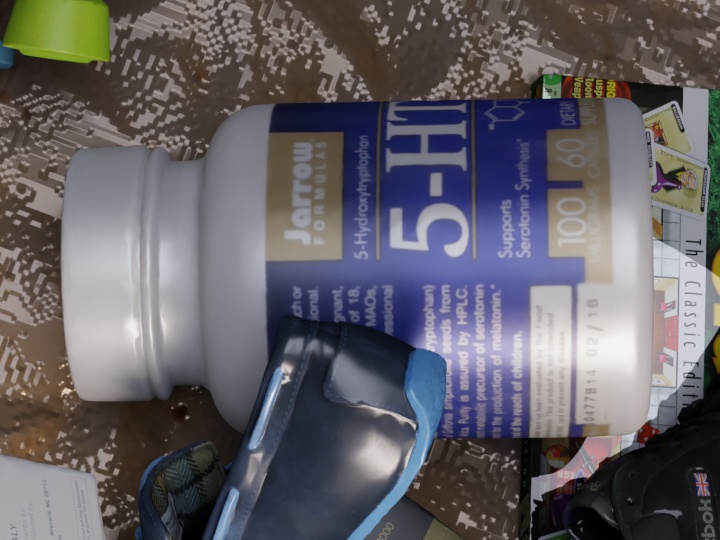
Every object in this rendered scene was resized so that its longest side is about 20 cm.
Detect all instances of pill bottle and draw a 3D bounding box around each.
[{"bbox_3d":[0.000,0.000,0.918,0.200,0.120,0.120,-1,79,2],"label":"pill bottle"}]

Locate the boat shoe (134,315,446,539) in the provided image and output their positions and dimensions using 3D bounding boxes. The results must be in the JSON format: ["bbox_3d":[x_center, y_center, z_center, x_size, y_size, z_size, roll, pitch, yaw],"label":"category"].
[{"bbox_3d":[-0.043,0.080,0.879,0.069,0.200,0.084,27,32,-12],"label":"boat shoe"}]

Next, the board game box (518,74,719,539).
[{"bbox_3d":[0.114,0.027,0.989,0.105,0.023,0.200,4,79,-11],"label":"board game box"}]

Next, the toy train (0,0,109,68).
[{"bbox_3d":[-0.096,-0.124,0.905,0.085,0.200,0.116,8,88,-48],"label":"toy train"}]

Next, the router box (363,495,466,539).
[{"bbox_3d":[0.011,0.199,0.914,0.157,0.052,0.200,35,75,-9],"label":"router box"}]

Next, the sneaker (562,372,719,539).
[{"bbox_3d":[0.121,0.076,0.915,0.087,0.076,0.200,24,62,-9],"label":"sneaker"}]

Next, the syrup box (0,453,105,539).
[{"bbox_3d":[-0.173,0.095,0.801,0.200,0.079,0.082,17,55,-48],"label":"syrup box"}]
